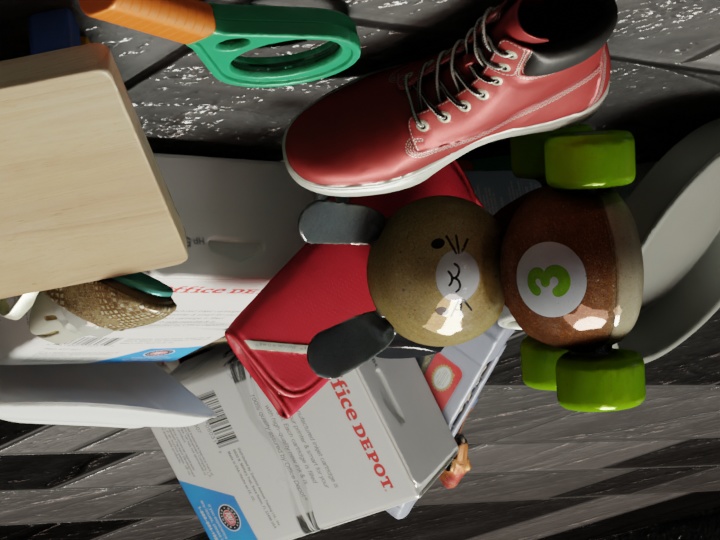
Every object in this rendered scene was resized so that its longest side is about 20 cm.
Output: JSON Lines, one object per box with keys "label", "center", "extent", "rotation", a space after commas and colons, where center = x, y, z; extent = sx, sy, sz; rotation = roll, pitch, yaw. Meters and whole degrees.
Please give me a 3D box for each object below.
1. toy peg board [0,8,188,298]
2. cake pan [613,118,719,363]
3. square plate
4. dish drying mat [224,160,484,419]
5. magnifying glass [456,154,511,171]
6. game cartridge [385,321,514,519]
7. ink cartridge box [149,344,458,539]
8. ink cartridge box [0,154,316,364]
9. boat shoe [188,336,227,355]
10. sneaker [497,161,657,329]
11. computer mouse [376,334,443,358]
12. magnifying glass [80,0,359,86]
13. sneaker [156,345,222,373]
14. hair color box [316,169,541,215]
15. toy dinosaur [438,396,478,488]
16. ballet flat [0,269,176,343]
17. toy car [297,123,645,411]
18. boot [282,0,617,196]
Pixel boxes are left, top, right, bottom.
{"label": "toy peg board", "center": [-0.213, -0.074, 1.207], "extent": [0.199, 0.098, 0.199], "rotation": [-11, 150, 3]}
{"label": "cake pan", "center": [0.229, -0.025, 1.562], "extent": [0.200, 0.037, 0.201], "rotation": [-36, 149, -26]}
{"label": "square plate", "center": [-0.232, 0.066, 1.579], "extent": [0.197, 0.029, 0.200], "rotation": [8, -163, -42]}
{"label": "dish drying mat", "center": [0.000, 0.000, 1.417], "extent": [0.200, 0.077, 0.018], "rotation": [-45, -158, -23]}
{"label": "magnifying glass", "center": [0.090, -0.065, 1.549], "extent": [0.199, 0.023, 0.079], "rotation": [1, 162, -32]}
{"label": "game cartridge", "center": [0.024, 0.077, 1.715], "extent": [0.041, 0.133, 0.201], "rotation": [-21, 143, -56]}
{"label": "ink cartridge box", "center": [-0.046, 0.117, 1.688], "extent": [0.199, 0.147, 0.084], "rotation": [-21, -170, 32]}
{"label": "ink cartridge box", "center": [-0.136, -0.004, 1.470], "extent": [0.145, 0.085, 0.200], "rotation": [2, 161, -38]}
{"label": "boat shoe", "center": [-0.112, 0.022, 1.644], "extent": [0.073, 0.075, 0.199], "rotation": [4, 159, -46]}
{"label": "sneaker", "center": [0.187, -0.012, 1.637], "extent": [0.199, 0.116, 0.074], "rotation": [-12, 164, 4]}
{"label": "computer mouse", "center": [0.080, 0.015, 1.469], "extent": [0.199, 0.059, 0.034], "rotation": [-12, 146, 0]}
{"label": "magnifying glass", "center": [-0.073, -0.127, 1.174], "extent": [0.079, 0.023, 0.200], "rotation": [-17, 168, 32]}
{"label": "sneaker", "center": [-0.154, 0.076, 1.823], "extent": [0.199, 0.071, 0.094], "rotation": [7, 149, 22]}
{"label": "hair color box", "center": [0.054, -0.025, 1.522], "extent": [0.199, 0.061, 0.099], "rotation": [-3, 164, -27]}
{"label": "toy dinosaur", "center": [0.086, 0.084, 1.800], "extent": [0.199, 0.183, 0.105], "rotation": [-1, 163, -36]}
{"label": "ballet flat", "center": [-0.185, 0.006, 1.339], "extent": [0.200, 0.066, 0.070], "rotation": [29, -175, 43]}
{"label": "toy car", "center": [0.062, 0.001, 1.368], "extent": [0.199, 0.166, 0.158], "rotation": [-5, -173, -11]}
{"label": "boot", "center": [0.047, -0.108, 1.260], "extent": [0.199, 0.073, 0.144], "rotation": [-18, 166, -1]}
